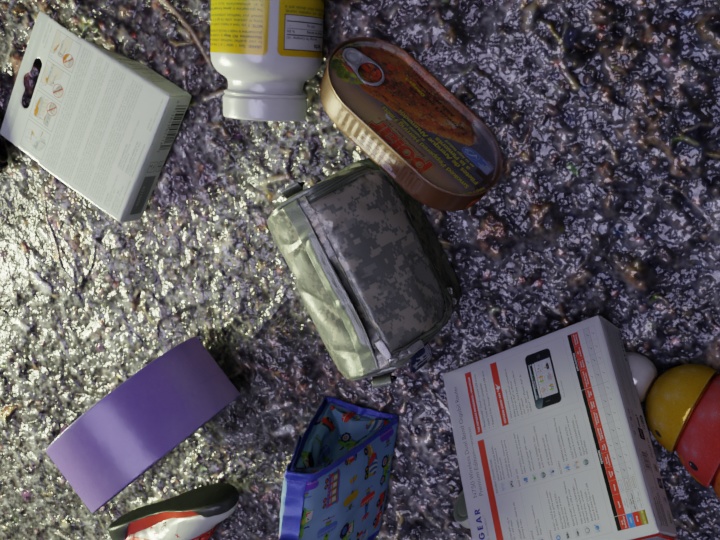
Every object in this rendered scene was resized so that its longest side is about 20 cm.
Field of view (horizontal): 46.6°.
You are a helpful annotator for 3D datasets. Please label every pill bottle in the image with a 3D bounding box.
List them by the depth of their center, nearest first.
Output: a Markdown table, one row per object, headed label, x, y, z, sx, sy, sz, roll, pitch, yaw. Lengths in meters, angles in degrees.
| label | x | y | z | sx | sy | sz | roll | pitch | yaw |
| --- | --- | --- | --- | --- | --- | --- | --- | --- | --- |
| pill bottle | -0.091 | -0.252 | 0.819 | 0.111 | 0.112 | 0.202 | 8 | 104 | 17 |

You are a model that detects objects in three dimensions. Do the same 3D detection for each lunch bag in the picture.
| label | x | y | z | sx | sy | sz | roll | pitch | yaw |
| --- | --- | --- | --- | --- | --- | --- | --- | --- | --- |
| lunch bag | 0.000 | 0.000 | 0.816 | 0.138 | 0.168 | 0.201 | -25 | 94 | 22 |
| lunch bag | -0.038 | 0.244 | 0.867 | 0.093 | 0.200 | 0.152 | 12 | 106 | 15 |

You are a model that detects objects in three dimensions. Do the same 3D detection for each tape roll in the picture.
| label | x | y | z | sx | sy | sz | roll | pitch | yaw |
| --- | --- | --- | --- | --- | --- | --- | --- | --- | --- |
| tape roll | -0.235 | 0.167 | 0.918 | 0.200 | 0.200 | 0.085 | -40 | 88 | 22 |

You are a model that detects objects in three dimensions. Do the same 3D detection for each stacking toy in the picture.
| label | x | y | z | sx | sy | sz | roll | pitch | yaw |
| --- | --- | --- | --- | --- | --- | --- | --- | --- | --- |
| stacking toy | 0.319 | 0.137 | 0.781 | 0.199 | 0.146 | 0.147 | 29 | 111 | 31 |

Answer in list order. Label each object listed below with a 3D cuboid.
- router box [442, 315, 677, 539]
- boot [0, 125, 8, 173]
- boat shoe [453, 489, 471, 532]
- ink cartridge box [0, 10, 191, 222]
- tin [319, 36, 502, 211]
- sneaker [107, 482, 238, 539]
| label | x | y | z | sx | sy | sz | roll | pitch | yaw |
| --- | --- | --- | --- | --- | --- | --- | --- | --- | --- |
| router box | 0.179 | 0.167 | 0.790 | 0.178 | 0.049 | 0.202 | -25 | 58 | 31 |
| boot | -0.502 | -0.117 | 1.014 | 0.172 | 0.069 | 0.202 | -7 | 98 | 21 |
| boat shoe | 0.187 | 0.210 | 0.856 | 0.061 | 0.072 | 0.201 | 43 | 110 | -14 |
| ink cartridge box | -0.306 | -0.175 | 0.952 | 0.199 | 0.047 | 0.161 | 34 | 111 | 15 |
| tin | 0.046 | -0.140 | 0.800 | 0.200 | 0.112 | 0.042 | 44 | 140 | 5 |
| sneaker | -0.211 | 0.334 | 1.020 | 0.200 | 0.067 | 0.109 | -22 | 96 | 25 |
